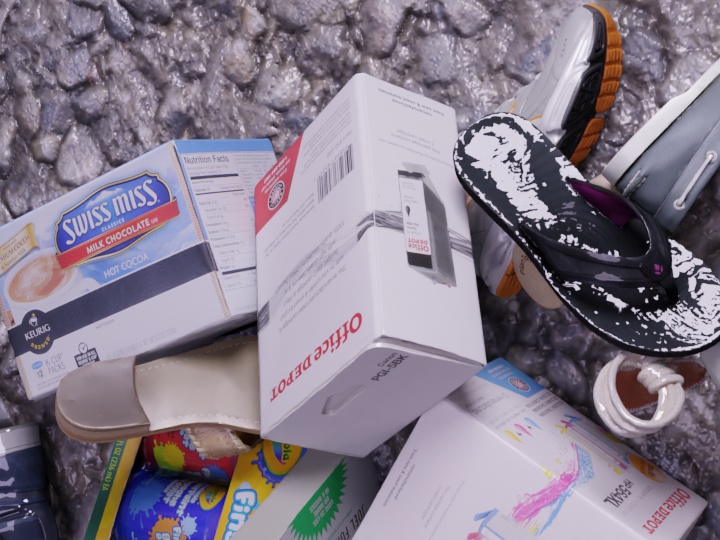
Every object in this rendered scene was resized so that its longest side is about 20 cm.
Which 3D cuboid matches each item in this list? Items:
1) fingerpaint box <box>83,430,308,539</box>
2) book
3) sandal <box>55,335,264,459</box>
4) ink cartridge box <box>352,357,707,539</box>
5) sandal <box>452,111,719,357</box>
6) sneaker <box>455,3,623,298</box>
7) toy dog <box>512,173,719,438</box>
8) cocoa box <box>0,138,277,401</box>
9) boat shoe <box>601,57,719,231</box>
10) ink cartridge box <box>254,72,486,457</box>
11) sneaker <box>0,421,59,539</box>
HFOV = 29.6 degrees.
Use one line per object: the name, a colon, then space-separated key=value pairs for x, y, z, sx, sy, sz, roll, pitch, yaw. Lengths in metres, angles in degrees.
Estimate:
fingerpaint box: x=-0.111 y=0.187 z=0.998 sx=0.166 sy=0.073 sz=0.201 roll=7 pitch=70 yaw=27
book: x=-0.023 y=0.221 z=0.932 sx=0.048 sy=0.134 sz=0.201 roll=10 pitch=129 yaw=32
sandal: x=-0.107 y=0.098 z=0.953 sx=0.070 sy=0.210 sz=0.078 roll=110 pitch=152 yaw=-52
ink cartridge box: x=0.123 y=0.172 z=0.892 sx=0.199 sy=0.128 sz=0.126 roll=34 pitch=110 yaw=18
sandal: x=0.131 y=-0.023 z=0.802 sx=0.200 sy=0.048 sz=0.075 roll=42 pitch=78 yaw=20
sneaker: x=0.100 y=-0.087 z=0.899 sx=0.092 sy=0.076 sz=0.201 roll=30 pitch=109 yaw=25
toy dog: x=0.179 y=0.034 z=0.858 sx=0.131 sy=0.097 sz=0.201 roll=-16 pitch=55 yaw=-8
cocoa box: x=-0.155 y=-0.003 z=1.007 sx=0.199 sy=0.133 sz=0.132 roll=-22 pitch=85 yaw=28
boat shoe: x=0.238 y=-0.105 z=0.816 sx=0.200 sy=0.073 sz=0.062 roll=-42 pitch=81 yaw=14
ink cartridge box: x=0.000 y=0.000 z=0.884 sx=0.147 sy=0.082 sz=0.201 roll=-42 pitch=42 yaw=44
sneaker: x=-0.346 y=0.224 z=1.173 sx=0.201 sy=0.077 sz=0.147 roll=-17 pitch=87 yaw=27
